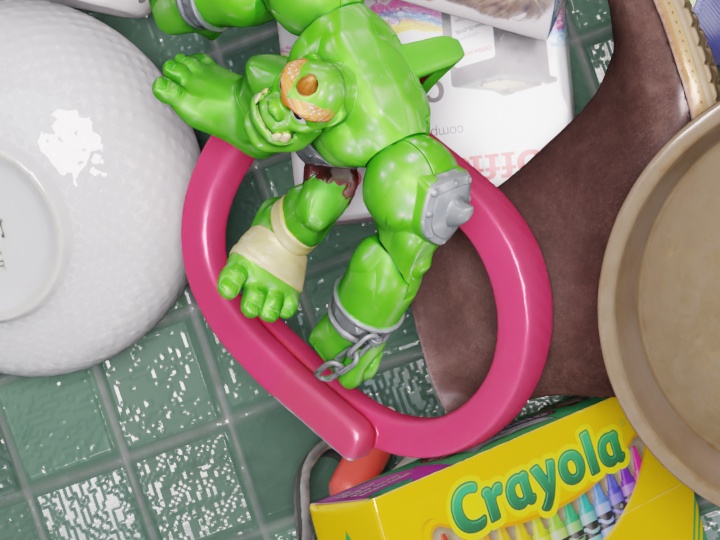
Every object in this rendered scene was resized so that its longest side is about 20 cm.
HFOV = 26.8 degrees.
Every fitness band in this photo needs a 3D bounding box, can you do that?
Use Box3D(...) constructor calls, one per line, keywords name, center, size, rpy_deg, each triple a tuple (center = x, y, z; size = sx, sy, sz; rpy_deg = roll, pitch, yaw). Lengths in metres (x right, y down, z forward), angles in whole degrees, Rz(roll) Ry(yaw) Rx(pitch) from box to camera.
Box3D(name="fitness band", center=(0.000, 0.000, 0.707), size=(0.200, 0.037, 0.145), rpy_deg=(40, 111, 22))

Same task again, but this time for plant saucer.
Box3D(name="plant saucer", center=(0.198, 0.013, 0.630), size=(0.197, 0.029, 0.203), rpy_deg=(2, 105, 8))

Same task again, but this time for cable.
Box3D(name="cable", center=(-0.017, 0.149, 0.762), size=(0.096, 0.200, 0.051), rpy_deg=(31, 142, 14))

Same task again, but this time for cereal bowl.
Box3D(name="cereal bowl", center=(-0.181, -0.033, 0.776), size=(0.197, 0.083, 0.203), rpy_deg=(3, 111, 9))

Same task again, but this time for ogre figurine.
Box3D(name="ogre figurine", center=(-0.020, -0.063, 0.646), size=(0.120, 0.097, 0.203), rpy_deg=(-36, 58, 45))

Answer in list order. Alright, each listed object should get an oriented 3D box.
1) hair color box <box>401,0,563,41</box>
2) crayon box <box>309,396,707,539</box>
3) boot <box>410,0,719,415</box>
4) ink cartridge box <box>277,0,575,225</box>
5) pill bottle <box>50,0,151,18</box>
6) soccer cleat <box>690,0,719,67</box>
Box3D(name="hair color box", center=(0.003, -0.182, 0.669), size=(0.197, 0.101, 0.061), rpy_deg=(17, 53, 10))
Box3D(name="crayon box", center=(0.088, 0.163, 0.729), size=(0.058, 0.198, 0.175), rpy_deg=(-13, 93, 52))
Box3D(name="boot", center=(0.089, -0.037, 0.690), size=(0.164, 0.072, 0.203), rpy_deg=(-14, 92, 18))
Box3D(name="ink cartridge box", center=(0.033, -0.129, 0.767), size=(0.144, 0.083, 0.203), rpy_deg=(-6, 92, 8))
Box3D(name="pill bottle", center=(-0.144, -0.239, 0.769), size=(0.113, 0.114, 0.203), rpy_deg=(11, 94, 7))
Box3D(name="soccer cleat", center=(0.145, -0.197, 0.758), size=(0.083, 0.065, 0.203), rpy_deg=(-10, 92, 10))
